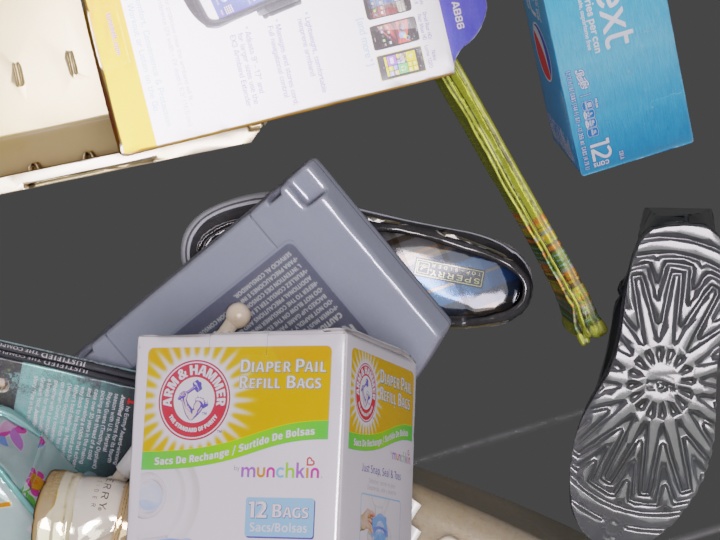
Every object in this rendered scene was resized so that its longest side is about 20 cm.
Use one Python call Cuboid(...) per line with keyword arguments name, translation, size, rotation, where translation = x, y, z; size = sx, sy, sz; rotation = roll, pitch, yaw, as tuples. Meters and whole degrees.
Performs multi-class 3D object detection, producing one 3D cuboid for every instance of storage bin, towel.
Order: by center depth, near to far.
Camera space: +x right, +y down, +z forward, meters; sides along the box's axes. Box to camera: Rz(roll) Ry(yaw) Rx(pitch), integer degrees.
Cuboid(name="storage bin", translation=(-0.165, -0.148, 1.086), size=(0.199, 0.094, 0.200), rotation=(-12, 95, -4))
Cuboid(name="towel", translation=(0.074, -0.052, 1.115), size=(0.018, 0.086, 0.201), rotation=(-30, 96, -2))

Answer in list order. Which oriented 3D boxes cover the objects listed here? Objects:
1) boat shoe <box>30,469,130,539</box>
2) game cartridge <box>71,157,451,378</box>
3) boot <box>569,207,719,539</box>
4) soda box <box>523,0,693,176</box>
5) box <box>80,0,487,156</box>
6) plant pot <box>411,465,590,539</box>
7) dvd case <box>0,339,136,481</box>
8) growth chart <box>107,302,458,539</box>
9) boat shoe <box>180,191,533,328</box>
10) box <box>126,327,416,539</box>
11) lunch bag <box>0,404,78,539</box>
Cuboid(name="boat shoe", translation=(-0.122, 0.195, 1.018), size=(0.069, 0.074, 0.201), rotation=(1, 115, 5))
Cuboid(name="game cartridge", translation=(-0.053, 0.047, 1.100), size=(0.200, 0.042, 0.133), rotation=(-37, 100, 27))
Cuboid(name="boot", translation=(0.153, 0.048, 1.072), size=(0.065, 0.200, 0.166), rotation=(17, 96, 3))
Cuboid(name="soda box", translation=(0.122, -0.159, 1.092), size=(0.067, 0.064, 0.201), rotation=(-16, 115, -3))
Cuboid(name="box", translation=(-0.040, -0.139, 1.033), size=(0.199, 0.041, 0.120), rotation=(-14, 96, -9))
Cuboid(name="plant pot", translation=(0.046, 0.208, 1.089), size=(0.177, 0.200, 0.200), rotation=(35, 92, 9))
Cuboid(name="dvd case", translation=(-0.204, 0.104, 1.114), size=(0.199, 0.022, 0.147), rotation=(13, 115, -3))
Cuboid(name="growth chart", translation=(-0.046, 0.132, 1.034), size=(0.200, 0.018, 0.145), rotation=(44, 96, 23))
Cuboid(name="boat shoe", translation=(0.000, 0.000, 1.123), size=(0.199, 0.066, 0.070), rotation=(11, 93, -5))
Cuboid(name="box", translation=(-0.042, 0.133, 0.968), size=(0.112, 0.101, 0.201), rotation=(-1, 79, 21))
Cuboid(name="lunch bag", translation=(-0.204, 0.176, 1.093), size=(0.160, 0.077, 0.200), rotation=(-32, 111, 15))
